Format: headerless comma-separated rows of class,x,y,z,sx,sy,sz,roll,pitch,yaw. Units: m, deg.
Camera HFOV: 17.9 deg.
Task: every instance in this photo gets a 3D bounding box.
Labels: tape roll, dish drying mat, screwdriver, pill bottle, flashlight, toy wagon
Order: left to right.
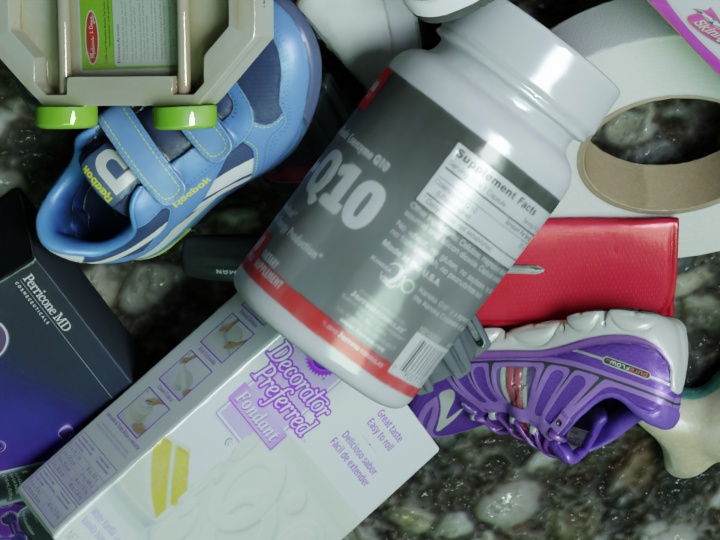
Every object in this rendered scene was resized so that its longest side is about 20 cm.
toy wagon,-0.138,-0.149,1.148,0.199,0.040,0.156,2,96,24
flashlight,-0.002,-0.018,1.285,0.068,0.067,0.201,-48,124,-34
screwdriver,0.000,0.000,1.248,0.199,0.028,0.029,7,101,4
pill bottle,0.035,-0.040,1.176,0.114,0.114,0.200,34,94,-33
dish drying mat,0.085,0.003,1.340,0.198,0.018,0.077,0,125,4
tape roll,0.173,-0.078,1.289,0.201,0.037,0.203,-1,145,-1

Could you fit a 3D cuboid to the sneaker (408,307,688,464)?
sneaker,0.102,0.076,1.348,0.199,0.084,0.080,-14,157,41

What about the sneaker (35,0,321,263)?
sneaker,-0.096,-0.066,1.199,0.200,0.074,0.082,-45,162,32

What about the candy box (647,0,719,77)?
candy box,0.218,-0.183,1.179,0.061,0.201,0.136,-19,135,38

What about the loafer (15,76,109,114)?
loafer,-0.097,-0.152,1.194,0.200,0.072,0.063,-42,145,21

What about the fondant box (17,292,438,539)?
fondant box,-0.072,0.112,1.294,0.200,0.058,0.145,-42,128,-8

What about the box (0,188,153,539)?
box,-0.195,0.074,1.304,0.141,0.079,0.200,-32,127,3

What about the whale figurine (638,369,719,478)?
whale figurine,0.276,0.071,1.448,0.199,0.104,0.159,-16,132,25

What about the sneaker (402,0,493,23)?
sneaker,0.071,-0.222,1.110,0.200,0.084,0.121,-45,132,4

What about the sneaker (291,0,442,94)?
sneaker,0.004,-0.139,1.238,0.084,0.073,0.201,7,138,20
